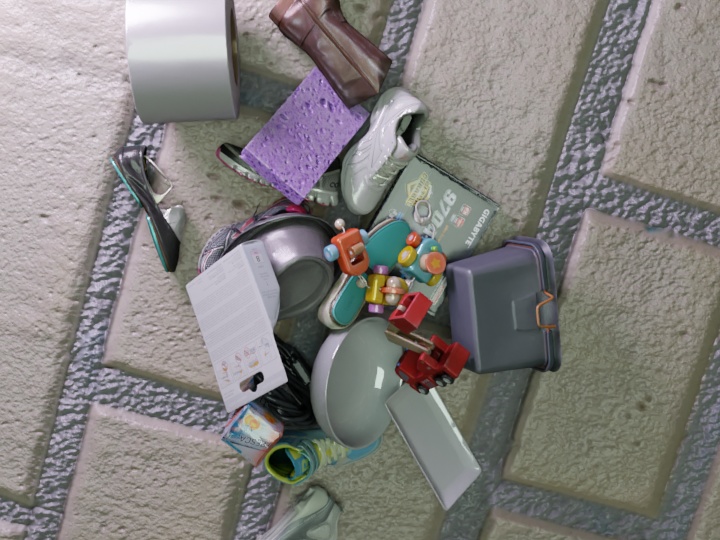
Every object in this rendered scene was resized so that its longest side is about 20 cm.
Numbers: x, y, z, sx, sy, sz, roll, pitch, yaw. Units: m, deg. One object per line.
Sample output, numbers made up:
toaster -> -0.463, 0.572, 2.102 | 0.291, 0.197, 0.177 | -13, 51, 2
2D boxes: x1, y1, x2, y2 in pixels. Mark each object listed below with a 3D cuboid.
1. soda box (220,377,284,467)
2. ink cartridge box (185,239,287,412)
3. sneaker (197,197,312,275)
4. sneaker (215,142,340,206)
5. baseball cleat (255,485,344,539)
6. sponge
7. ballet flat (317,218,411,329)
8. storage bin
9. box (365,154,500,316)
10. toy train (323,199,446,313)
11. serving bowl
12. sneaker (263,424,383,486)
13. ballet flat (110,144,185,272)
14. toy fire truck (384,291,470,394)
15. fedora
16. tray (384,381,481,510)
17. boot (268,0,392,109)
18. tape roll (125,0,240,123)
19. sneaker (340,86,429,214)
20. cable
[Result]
soda box -> -0.154, 0.219, 1.587 | 0.068, 0.200, 0.064 | 40, 96, -6
ink cartridge box -> -0.165, 0.080, 1.515 | 0.162, 0.057, 0.202 | -31, 80, 45
sneaker -> -0.164, -0.048, 1.612 | 0.199, 0.075, 0.081 | -36, 98, 4
sneaker -> -0.116, -0.165, 1.599 | 0.197, 0.074, 0.089 | 18, 96, -8
baseball cleat -> -0.108, 0.438, 1.688 | 0.106, 0.070, 0.200 | 43, 95, -7
sponge -> -0.079, -0.198, 1.556 | 0.111, 0.030, 0.201 | 40, 55, -7
ballet flat -> 0.000, 0.000, 1.580 | 0.067, 0.062, 0.201 | 46, 69, -21
storage bin -> 0.211, 0.063, 1.587 | 0.133, 0.145, 0.203 | -11, 101, -21
box -> 0.096, -0.056, 1.634 | 0.158, 0.046, 0.201 | 31, 96, -6
toy train -> 0.050, -0.022, 1.541 | 0.198, 0.055, 0.152 | -23, 104, -29
serving bowl -> -0.014, 0.165, 1.613 | 0.065, 0.199, 0.203 | 9, 100, 37
sneaker -> -0.059, 0.282, 1.636 | 0.197, 0.131, 0.081 | -9, 98, -2
ballet flat -> -0.305, -0.098, 1.605 | 0.068, 0.068, 0.202 | -26, 99, -7
toy fire truck -> 0.084, 0.111, 1.570 | 0.140, 0.200, 0.049 | 38, 65, -7
fedora -> -0.111, 0.010, 1.570 | 0.199, 0.091, 0.177 | -33, 132, 17
tray -> 0.111, 0.265, 1.674 | 0.107, 0.022, 0.202 | -37, 101, -39
boot -> -0.009, -0.363, 1.564 | 0.200, 0.064, 0.186 | 46, 107, 3
tape roll -> -0.246, -0.313, 1.506 | 0.137, 0.203, 0.206 | -4, 99, -1
sneaker -> 0.038, -0.172, 1.580 | 0.077, 0.099, 0.202 | 18, 100, -34
cable -> -0.132, 0.149, 1.596 | 0.050, 0.163, 0.201 | -32, 103, 16
